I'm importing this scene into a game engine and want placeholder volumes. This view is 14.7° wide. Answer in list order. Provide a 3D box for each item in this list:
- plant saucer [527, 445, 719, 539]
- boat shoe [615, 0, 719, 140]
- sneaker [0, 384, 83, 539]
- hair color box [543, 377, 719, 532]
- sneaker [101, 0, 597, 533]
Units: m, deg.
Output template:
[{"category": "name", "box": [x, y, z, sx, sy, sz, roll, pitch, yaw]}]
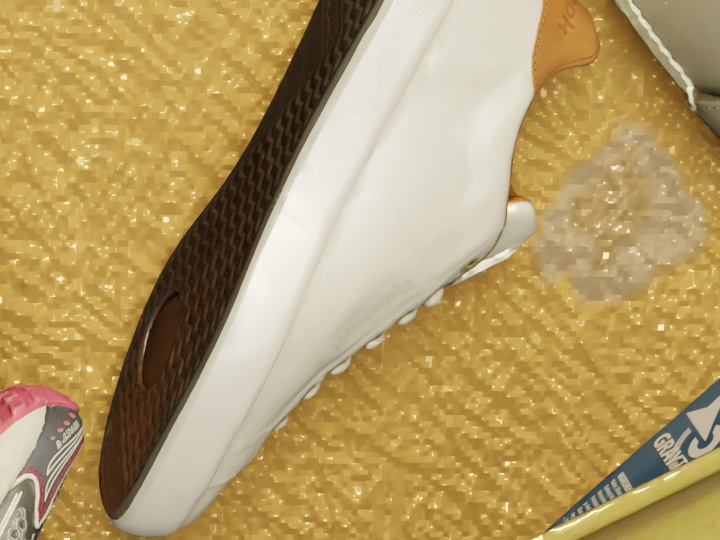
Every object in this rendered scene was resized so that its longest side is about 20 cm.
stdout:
[{"category": "plant saucer", "box": [0.115, 0.136, 0.798, 0.199, 0.048, 0.201, -24, 108, -9]}, {"category": "boat shoe", "box": [0.138, -0.047, 0.793, 0.201, 0.060, 0.072, 39, 122, -22]}, {"category": "sneaker", "box": [-0.117, 0.130, 0.792, 0.074, 0.081, 0.201, 18, 85, -14]}, {"category": "hair color box", "box": [0.112, 0.107, 0.858, 0.200, 0.061, 0.100, -42, 111, 6]}, {"category": "sneaker", "box": [0.000, 0.000, 0.786, 0.084, 0.073, 0.200, 24, 108, -24]}]
